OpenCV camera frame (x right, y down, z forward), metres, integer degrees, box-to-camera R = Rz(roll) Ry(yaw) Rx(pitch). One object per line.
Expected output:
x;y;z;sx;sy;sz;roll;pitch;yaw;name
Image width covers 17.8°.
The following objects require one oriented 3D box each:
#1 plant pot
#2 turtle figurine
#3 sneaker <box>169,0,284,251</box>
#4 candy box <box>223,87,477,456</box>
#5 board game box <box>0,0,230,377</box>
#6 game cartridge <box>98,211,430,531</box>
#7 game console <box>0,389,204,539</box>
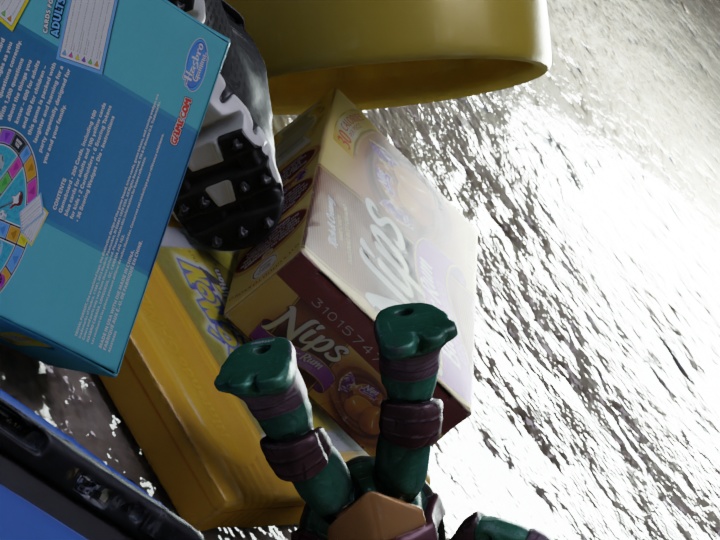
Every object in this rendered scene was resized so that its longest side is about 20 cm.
-0.004;-0.190;1.239;0.201;0.201;0.189;3;82;-65;plant pot
0.009;0.119;0.966;0.101;0.150;0.200;26;-46;61;turtle figurine
-0.089;-0.111;1.070;0.091;0.066;0.200;-88;157;-64;sneaker
0.000;0.000;1.136;0.117;0.056;0.200;45;20;-16;candy box
-0.153;-0.064;0.886;0.200;0.047;0.151;31;72;-44;board game box
-0.060;0.038;1.063;0.176;0.032;0.200;58;19;18;game cartridge
-0.164;0.083;0.776;0.200;0.118;0.171;39;-8;-31;game console
